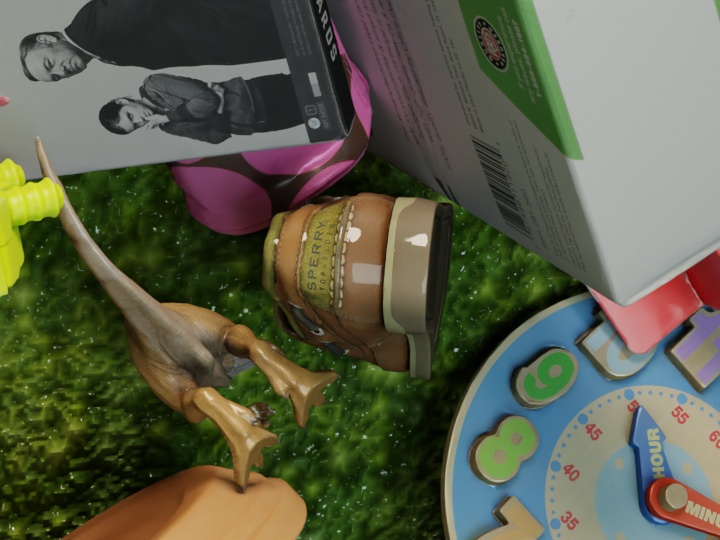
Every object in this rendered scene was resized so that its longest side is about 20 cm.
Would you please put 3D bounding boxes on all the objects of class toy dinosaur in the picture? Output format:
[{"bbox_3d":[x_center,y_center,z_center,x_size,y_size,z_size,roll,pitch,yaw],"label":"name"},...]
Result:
[{"bbox_3d":[-0.072,0.030,1.097,0.060,0.106,0.200,-54,160,-8],"label":"toy dinosaur"}]

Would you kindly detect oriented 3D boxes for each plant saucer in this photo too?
[{"bbox_3d":[-0.112,0.137,1.112,0.200,0.200,0.038,-36,99,-10],"label":"plant saucer"}]

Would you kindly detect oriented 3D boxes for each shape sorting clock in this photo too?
[{"bbox_3d":[0.132,0.104,1.252,0.199,0.039,0.201,6,72,-19],"label":"shape sorting clock"}]

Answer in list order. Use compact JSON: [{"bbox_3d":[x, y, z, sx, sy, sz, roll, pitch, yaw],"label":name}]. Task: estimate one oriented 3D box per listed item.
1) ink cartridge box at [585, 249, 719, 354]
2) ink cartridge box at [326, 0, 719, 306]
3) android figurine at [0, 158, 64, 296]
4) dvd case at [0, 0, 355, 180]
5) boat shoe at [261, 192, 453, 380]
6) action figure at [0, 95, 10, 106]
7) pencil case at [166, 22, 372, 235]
[{"bbox_3d":[0.179,-0.060,1.229,0.200,0.067,0.116,-37,104,-9],"label":"ink cartridge box"},{"bbox_3d":[0.057,-0.095,1.087,0.084,0.200,0.146,-32,124,-16],"label":"ink cartridge box"},{"bbox_3d":[-0.205,-0.002,0.996,0.199,0.182,0.041,-17,107,-19],"label":"android figurine"},{"bbox_3d":[-0.115,-0.104,1.028,0.199,0.025,0.151,-6,121,16],"label":"dvd case"},{"bbox_3d":[0.000,0.000,1.136,0.068,0.200,0.072,5,79,5],"label":"boat shoe"},{"bbox_3d":[-0.222,-0.055,0.974,0.199,0.134,0.149,2,112,-12],"label":"action figure"},{"bbox_3d":[-0.060,-0.115,1.083,0.094,0.091,0.200,-32,125,-13],"label":"pencil case"}]
